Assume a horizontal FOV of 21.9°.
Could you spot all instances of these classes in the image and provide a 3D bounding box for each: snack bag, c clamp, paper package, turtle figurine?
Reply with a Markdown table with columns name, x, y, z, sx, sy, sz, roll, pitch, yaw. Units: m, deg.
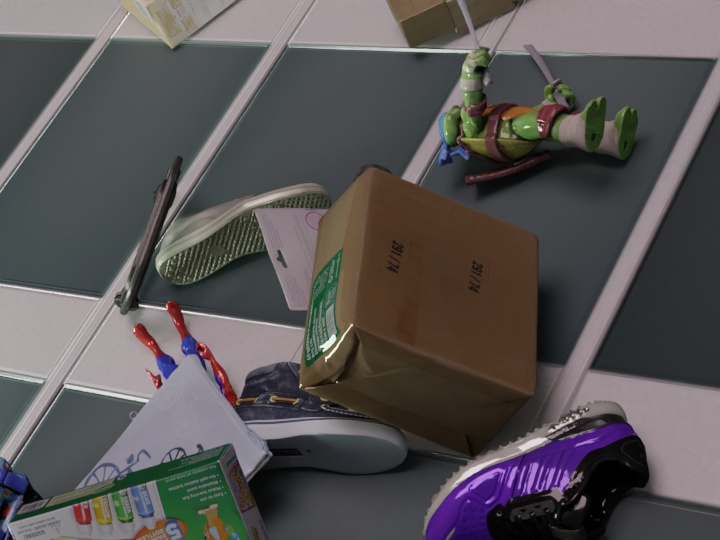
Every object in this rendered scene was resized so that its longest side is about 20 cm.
| name | x | y | z | sx | sy | sz | roll | pitch | yaw |
| --- | --- | --- | --- | --- | --- | --- | --- | --- | --- |
| snack bag | -0.178 | 0.191 | 1.709 | 0.200 | 0.021 | 0.189 | -51 | 39 | 5 |
| c clamp | -0.218 | -0.034 | 1.945 | 0.171 | 0.027 | 0.201 | 127 | 162 | -60 |
| paper package | 0.054 | 0.034 | 1.628 | 0.104 | 0.190 | 0.200 | -52 | 23 | 43 |
| turtle figurine | 0.169 | -0.179 | 1.812 | 0.193 | 0.144 | 0.200 | 15 | 62 | 36 |

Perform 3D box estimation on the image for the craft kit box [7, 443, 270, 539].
| name | x | y | z | sx | sy | sz | roll | pitch | yaw |
| --- | --- | --- | --- | --- | --- | --- | --- | --- | --- |
| craft kit box | -0.164 | 0.263 | 1.541 | 0.199 | 0.198 | 0.049 | -18 | 14 | 16 |

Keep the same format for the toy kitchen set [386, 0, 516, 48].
| name | x | y | z | sx | sy | sz | roll | pitch | yaw |
| --- | --- | --- | --- | --- | --- | --- | --- | --- | --- |
| toy kitchen set | 0.098 | -0.386 | 2.031 | 0.199 | 0.181 | 0.163 | -25 | 40 | 2 |

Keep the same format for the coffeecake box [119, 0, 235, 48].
| name | x | y | z | sx | sy | sz | roll | pitch | yaw |
| --- | --- | --- | --- | --- | --- | --- | --- | --- | --- |
| coffeecake box | -0.200 | -0.383 | 2.295 | 0.200 | 0.073 | 0.153 | -38 | 40 | -9 |

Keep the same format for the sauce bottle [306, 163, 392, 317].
| name | x | y | z | sx | sy | sz | roll | pitch | yaw |
| --- | --- | --- | --- | --- | --- | --- | --- | --- | --- |
| sauce bottle | -0.005 | -0.020 | 1.819 | 0.066 | 0.066 | 0.200 | -9 | 47 | 24 |

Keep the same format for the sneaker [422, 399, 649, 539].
| name | x | y | z | sx | sy | sz | roll | pitch | yaw |
| --- | --- | --- | --- | --- | --- | --- | --- | --- | --- |
| sneaker | 0.146 | 0.189 | 1.514 | 0.200 | 0.070 | 0.100 | -32 | 43 | 0 |

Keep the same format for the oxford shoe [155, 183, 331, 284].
| name | x | y | z | sx | sy | sz | roll | pitch | yaw |
| --- | --- | --- | --- | --- | --- | --- | --- | --- | --- |
| oxford shoe | -0.124 | -0.049 | 1.916 | 0.200 | 0.075 | 0.058 | -23 | 44 | 17 |

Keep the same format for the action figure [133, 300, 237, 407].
| name | x | y | z | sx | sy | sz | roll | pitch | yaw |
| --- | --- | --- | --- | --- | --- | --- | --- | --- | --- |
| action figure | -0.167 | 0.104 | 1.812 | 0.065 | 0.052 | 0.200 | -32 | 43 | -6 |

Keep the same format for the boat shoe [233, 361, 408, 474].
| name | x | y | z | sx | sy | sz | roll | pitch | yaw |
| --- | --- | --- | --- | --- | --- | --- | --- | --- | --- |
| boat shoe | -0.038 | 0.128 | 1.686 | 0.200 | 0.071 | 0.091 | -3 | 52 | 32 |

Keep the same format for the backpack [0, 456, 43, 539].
| name | x | y | z | sx | sy | sz | roll | pitch | yaw |
| --- | --- | --- | --- | --- | --- | --- | --- | --- | --- |
| backpack | -0.377 | 0.285 | 1.694 | 0.182 | 0.135 | 0.200 | -4 | 51 | 31 |

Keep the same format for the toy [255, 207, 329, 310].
| name | x | y | z | sx | sy | sz | roll | pitch | yaw |
| --- | --- | --- | --- | --- | --- | --- | --- | --- | --- |
| toy | 0.000 | 0.000 | 1.735 | 0.199 | 0.047 | 0.115 | -2 | 53 | -29 |
